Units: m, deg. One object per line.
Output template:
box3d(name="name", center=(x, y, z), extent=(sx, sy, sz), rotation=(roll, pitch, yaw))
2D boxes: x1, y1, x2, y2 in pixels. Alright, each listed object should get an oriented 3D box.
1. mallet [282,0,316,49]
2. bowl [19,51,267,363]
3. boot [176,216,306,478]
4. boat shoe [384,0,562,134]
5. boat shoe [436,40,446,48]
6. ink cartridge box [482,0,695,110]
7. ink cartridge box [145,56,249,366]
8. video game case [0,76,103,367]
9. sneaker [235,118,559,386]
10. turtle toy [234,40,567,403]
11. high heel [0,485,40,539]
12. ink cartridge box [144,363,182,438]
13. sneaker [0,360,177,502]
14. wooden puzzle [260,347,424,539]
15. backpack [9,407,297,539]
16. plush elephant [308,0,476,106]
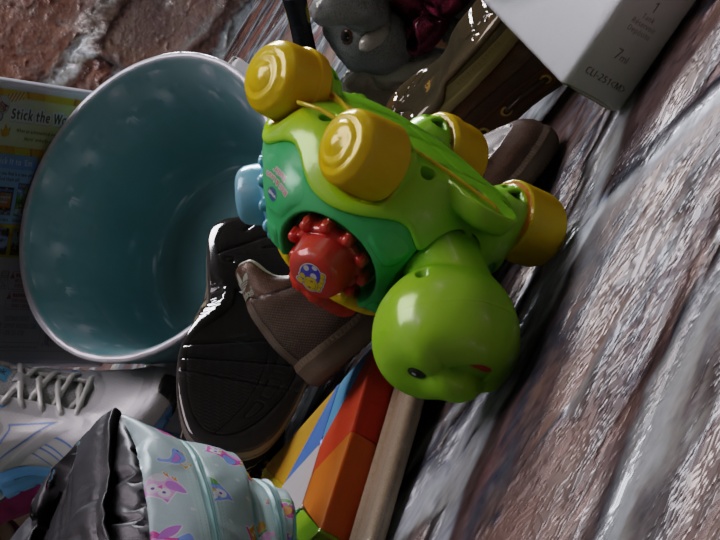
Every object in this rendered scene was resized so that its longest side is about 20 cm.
box3d(name="mallet", center=(-0.023, -0.088, 1.718), extent=(0.066, 0.041, 0.201), rotation=(-72, -25, -69))
box3d(name="bowl", center=(-0.104, -0.024, 1.679), extent=(0.200, 0.105, 0.202), rotation=(-15, 63, 31))
box3d(name="boot", center=(-0.071, 0.082, 1.511), extent=(0.201, 0.073, 0.151), rotation=(-92, 8, -53))
box3d(name="boat shoe", center=(0.055, -0.081, 1.520), extent=(0.200, 0.067, 0.072), rotation=(-46, 18, 40))
box3d(name="boat shoe", center=(0.062, -0.169, 1.788), extent=(0.201, 0.072, 0.068), rotation=(-62, 9, -29))
box3d(name="ink cartridge box", center=(0.126, -0.199, 1.376), extent=(0.174, 0.043, 0.200), rotation=(-56, 33, 14))
box3d(name="ink cartridge box", center=(-0.087, -0.021, 1.845), extent=(0.200, 0.145, 0.084), rotation=(-53, 7, 26))
box3d(name="video game case", center=(-0.214, -0.029, 1.726), extent=(0.200, 0.023, 0.183), rotation=(4, -82, -59))
box3d(name="sneaker", center=(0.021, -0.030, 1.373), extent=(0.200, 0.076, 0.070), rotation=(-44, 0, -29))
box3d(name="turtle toy", center=(0.016, -0.017, 1.253), extent=(0.101, 0.145, 0.200), rotation=(-58, 40, 12))
box3d(name="high heel", center=(-0.209, 0.190, 1.816), extent=(0.067, 0.097, 0.200), rotation=(-23, -26, -6))
box3d(name="ink cartridge box", center=(-0.139, 0.148, 1.731), extent=(0.145, 0.087, 0.201), rotation=(-46, 15, 48))
box3d(name="sneaker", center=(-0.202, 0.087, 1.664), extent=(0.199, 0.087, 0.075), rotation=(-18, 32, 31))
box3d(name="wooden puzzle", center=(-0.024, 0.118, 1.352), extent=(0.185, 0.037, 0.201), rotation=(-50, 11, 43))
box3d(name="backpack", center=(-0.096, 0.166, 1.222), extent=(0.167, 0.126, 0.201), rotation=(-46, 31, 28))
box3d(name="plush elephant", center=(0.033, -0.176, 1.659), extent=(0.154, 0.166, 0.200), rotation=(-25, -8, 10))
